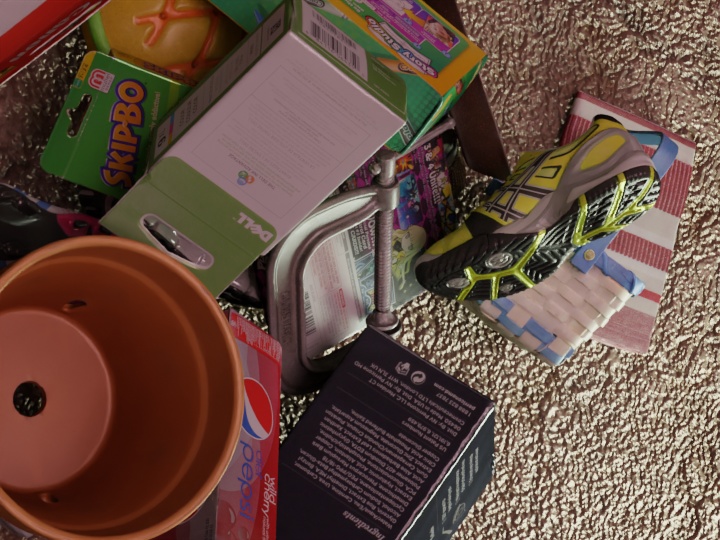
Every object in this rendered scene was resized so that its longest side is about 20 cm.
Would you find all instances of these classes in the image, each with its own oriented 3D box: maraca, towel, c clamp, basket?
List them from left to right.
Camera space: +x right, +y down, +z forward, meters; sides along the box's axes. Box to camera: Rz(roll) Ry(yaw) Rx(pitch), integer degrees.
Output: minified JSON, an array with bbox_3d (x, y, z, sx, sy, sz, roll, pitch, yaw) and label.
[{"bbox_3d":[-0.129,-0.157,1.428,0.200,0.107,0.137,57,48,-22],"label":"maraca"},{"bbox_3d":[0.000,0.000,1.440,0.171,0.027,0.200,-24,136,-34],"label":"c clamp"},{"bbox_3d":[0.168,-0.032,1.583,0.139,0.176,0.200,40,88,-12],"label":"basket"},{"bbox_3d":[0.215,-0.040,1.715,0.144,0.023,0.200,20,81,-30],"label":"towel"}]

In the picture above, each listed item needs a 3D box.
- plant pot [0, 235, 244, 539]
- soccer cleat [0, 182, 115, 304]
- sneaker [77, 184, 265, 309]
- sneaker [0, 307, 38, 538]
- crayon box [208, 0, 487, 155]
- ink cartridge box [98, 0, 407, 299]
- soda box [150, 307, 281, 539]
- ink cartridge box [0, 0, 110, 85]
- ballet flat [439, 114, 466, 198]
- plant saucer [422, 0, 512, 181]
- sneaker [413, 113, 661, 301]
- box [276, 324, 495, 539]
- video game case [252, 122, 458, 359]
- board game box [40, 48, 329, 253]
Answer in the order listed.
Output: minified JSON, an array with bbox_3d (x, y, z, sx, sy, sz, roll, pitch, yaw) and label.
[{"bbox_3d":[-0.196,0.083,1.305,0.200,0.140,0.200,4,82,-31],"label":"plant pot"},{"bbox_3d":[-0.237,-0.018,1.402,0.200,0.086,0.070,36,66,-54],"label":"soccer cleat"},{"bbox_3d":[-0.127,-0.047,1.464,0.200,0.078,0.090,34,75,-42],"label":"sneaker"},{"bbox_3d":[-0.258,0.087,1.383,0.112,0.078,0.200,-41,114,-23],"label":"sneaker"},{"bbox_3d":[-0.015,-0.179,1.391,0.200,0.058,0.119,40,28,2],"label":"crayon box"},{"bbox_3d":[-0.073,-0.081,1.325,0.104,0.059,0.200,36,117,-24],"label":"ink cartridge box"},{"bbox_3d":[-0.101,0.132,1.359,0.063,0.070,0.200,35,45,-42],"label":"soda box"},{"bbox_3d":[-0.238,-0.172,1.304,0.160,0.200,0.047,-43,112,-23],"label":"ink cartridge box"},{"bbox_3d":[0.029,-0.122,1.560,0.200,0.065,0.071,41,66,-29],"label":"ballet flat"},{"bbox_3d":[0.074,-0.160,1.534,0.034,0.200,0.200,-17,105,4],"label":"plant saucer"},{"bbox_3d":[0.129,-0.044,1.482,0.200,0.076,0.075,-28,145,14],"label":"sneaker"},{"bbox_3d":[0.001,0.176,1.472,0.117,0.197,0.200,31,74,15],"label":"box"},{"bbox_3d":[-0.009,-0.054,1.486,0.181,0.036,0.200,-30,122,-31],"label":"video game case"},{"bbox_3d":[-0.116,-0.081,1.372,0.200,0.030,0.096,19,109,-22],"label":"board game box"}]
